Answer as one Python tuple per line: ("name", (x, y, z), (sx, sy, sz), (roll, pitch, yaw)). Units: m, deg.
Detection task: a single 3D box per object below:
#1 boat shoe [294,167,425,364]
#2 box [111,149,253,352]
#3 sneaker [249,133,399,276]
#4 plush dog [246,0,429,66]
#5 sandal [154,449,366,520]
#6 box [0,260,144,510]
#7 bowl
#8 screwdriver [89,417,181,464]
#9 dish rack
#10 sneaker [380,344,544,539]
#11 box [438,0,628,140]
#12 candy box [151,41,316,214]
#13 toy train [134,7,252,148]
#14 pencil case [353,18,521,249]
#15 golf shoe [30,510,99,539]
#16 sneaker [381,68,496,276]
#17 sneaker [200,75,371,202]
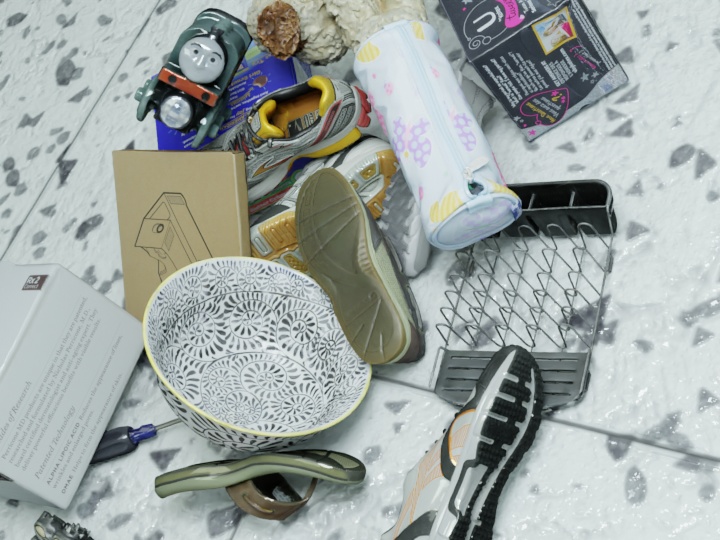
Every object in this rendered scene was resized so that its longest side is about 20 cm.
("boat shoe", (0.001, 0.000, 1.117), (0.072, 0.066, 0.201), (-35, 59, 20))
("box", (-0.170, -0.016, 1.201), (0.163, 0.021, 0.200), (5, 104, 36))
("sneaker", (-0.045, -0.058, 1.217), (0.200, 0.076, 0.088), (-33, 33, 1))
("plush dog", (-0.027, -0.253, 1.210), (0.172, 0.161, 0.200), (-12, 7, 3))
("sandal", (-0.083, 0.185, 1.064), (0.201, 0.080, 0.057), (-12, 81, 27))
("box", (-0.343, 0.108, 1.212), (0.199, 0.131, 0.200), (-2, 57, 43))
("bowl", (-0.098, 0.091, 1.094), (0.200, 0.094, 0.201), (12, 43, -12))
("screwdriver", (-0.179, 0.147, 1.181), (0.200, 0.029, 0.028), (-18, 50, 13))
("dish rack", (0.132, 0.022, 1.048), (0.153, 0.055, 0.200), (-2, 58, 32))
("sneaker", (0.076, 0.146, 0.970), (0.080, 0.074, 0.200), (15, 76, 45))
("box", (0.147, -0.244, 1.176), (0.115, 0.132, 0.200), (-30, 47, 15))
("candy box", (-0.129, -0.155, 1.324), (0.169, 0.077, 0.200), (-24, 48, 14))
("toy train", (-0.154, -0.190, 1.199), (0.114, 0.085, 0.200), (-62, 7, 14))
("pencil case", (0.062, -0.116, 1.060), (0.083, 0.091, 0.200), (-25, 64, 6))
("golf shoe", (-0.238, 0.288, 1.079), (0.200, 0.078, 0.095), (19, 73, 52))
("sneaker", (0.079, -0.088, 1.149), (0.075, 0.082, 0.200), (1, 73, 68))
("sneaker", (-0.092, -0.128, 1.182), (0.200, 0.082, 0.078), (-30, 68, 18))
